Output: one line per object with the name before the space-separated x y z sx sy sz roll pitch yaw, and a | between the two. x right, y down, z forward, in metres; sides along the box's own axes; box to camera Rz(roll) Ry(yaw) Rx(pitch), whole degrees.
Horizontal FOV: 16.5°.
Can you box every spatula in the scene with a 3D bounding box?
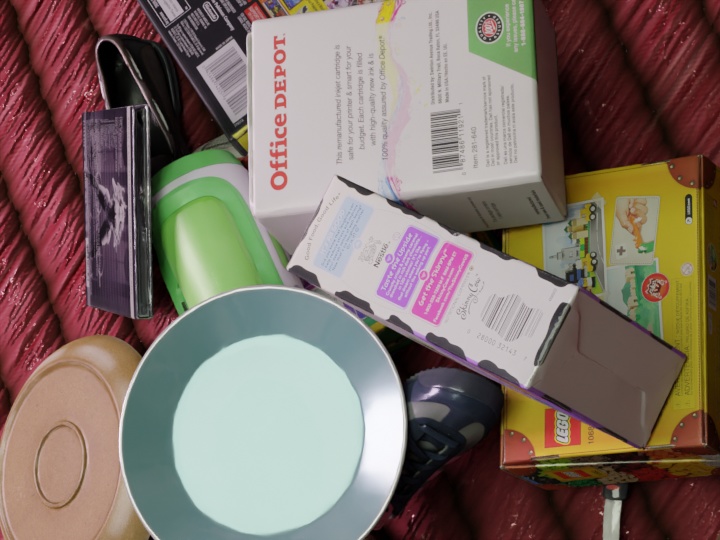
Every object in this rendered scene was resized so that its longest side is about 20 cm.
spatula | 0.172 0.171 1.679 0.056 0.021 0.201 3 81 31

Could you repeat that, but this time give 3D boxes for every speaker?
speaker | -0.083 0.018 1.741 0.088 0.088 0.201 -33 67 19

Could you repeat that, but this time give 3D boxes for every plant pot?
plant pot | -0.216 0.146 1.851 0.199 0.027 0.202 -14 71 46

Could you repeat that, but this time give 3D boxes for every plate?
plate | -0.063 0.110 1.653 0.199 0.026 0.202 -3 76 12

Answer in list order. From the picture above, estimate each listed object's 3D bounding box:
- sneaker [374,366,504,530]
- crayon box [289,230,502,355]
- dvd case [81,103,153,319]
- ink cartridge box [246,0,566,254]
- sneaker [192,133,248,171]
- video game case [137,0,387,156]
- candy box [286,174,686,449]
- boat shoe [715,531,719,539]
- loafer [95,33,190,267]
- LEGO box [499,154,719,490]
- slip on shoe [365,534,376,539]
sneaker | 0.029 0.132 1.669 0.200 0.070 0.082 -41 25 52
crayon box | 0.000 0.000 1.781 0.199 0.058 0.119 -31 67 20
dvd case | -0.178 -0.044 1.817 0.016 0.200 0.150 -1 92 -16
ink cartridge box | 0.030 -0.101 1.668 0.199 0.084 0.146 -7 69 14
sneaker | -0.037 -0.105 1.822 0.199 0.078 0.083 -19 55 22
video game case | -0.058 -0.201 1.819 0.180 0.026 0.200 -37 48 3
candy box | 0.080 0.027 1.569 0.199 0.168 0.072 26 88 34
boat shoe | 0.279 0.154 1.607 0.064 0.071 0.201 27 85 -6
loafer | -0.163 -0.086 1.881 0.072 0.063 0.201 -23 71 23
LEGO box | 0.174 0.036 1.658 0.148 0.077 0.201 -7 71 29
slip on shoe | -0.063 0.187 1.779 0.200 0.061 0.076 34 97 29
